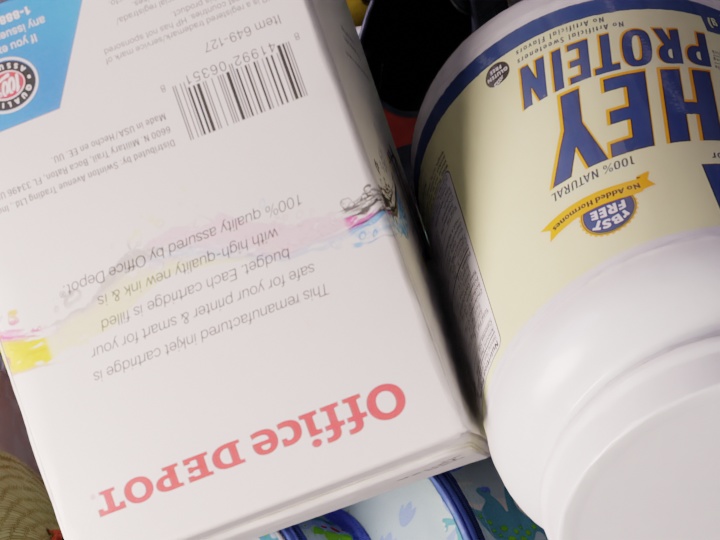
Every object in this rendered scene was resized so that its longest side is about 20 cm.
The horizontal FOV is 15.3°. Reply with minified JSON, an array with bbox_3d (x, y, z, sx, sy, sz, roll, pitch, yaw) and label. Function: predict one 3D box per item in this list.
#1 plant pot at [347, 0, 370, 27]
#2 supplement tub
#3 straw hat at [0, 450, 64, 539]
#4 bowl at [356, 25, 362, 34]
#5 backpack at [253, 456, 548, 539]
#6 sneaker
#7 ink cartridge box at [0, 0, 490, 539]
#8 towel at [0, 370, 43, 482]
[{"bbox_3d":[-0.011,-0.216,1.253,0.177,0.199,0.201,61,136,40],"label":"plant pot"},{"bbox_3d":[0.104,0.009,0.941,0.201,0.144,0.145,-106,34,-45],"label":"supplement tub"},{"bbox_3d":[-0.116,0.164,1.276,0.201,0.084,0.203,-16,-90,-76],"label":"straw hat"},{"bbox_3d":[0.000,0.000,1.173,0.199,0.105,0.202,-17,44,17],"label":"bowl"},{"bbox_3d":[0.006,0.168,1.084,0.200,0.146,0.184,-39,55,39],"label":"backpack"},{"bbox_3d":[0.049,-0.115,1.108,0.075,0.085,0.201,7,55,36],"label":"sneaker"},{"bbox_3d":[-0.053,-0.005,0.978,0.145,0.146,0.201,34,-144,-80],"label":"ink cartridge box"},{"bbox_3d":[-0.154,0.160,1.374,0.191,0.032,0.202,39,-142,-66],"label":"towel"}]
